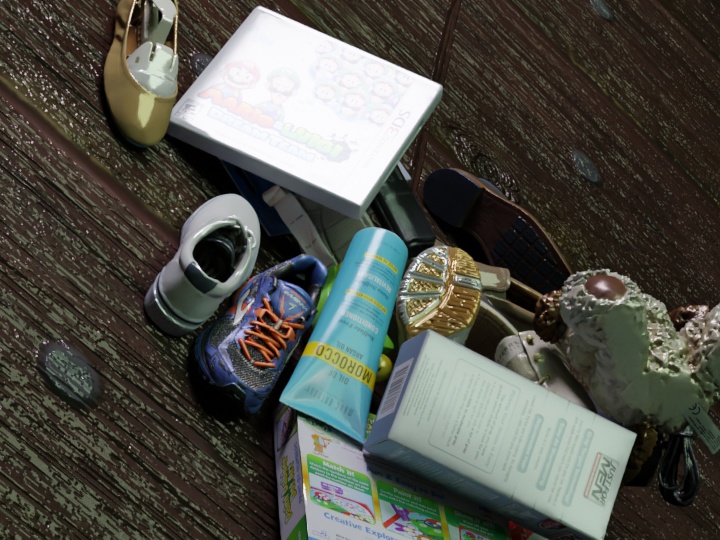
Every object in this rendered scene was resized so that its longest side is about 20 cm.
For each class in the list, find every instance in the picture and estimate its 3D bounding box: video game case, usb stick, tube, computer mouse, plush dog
[{"bbox_3d":[-0.050,-0.148,1.672,0.199,0.024,0.182,24,51,11],"label":"video game case"},{"bbox_3d":[0.010,-0.101,1.720,0.055,0.033,0.201,-7,65,-50],"label":"usb stick"},{"bbox_3d":[-0.008,0.051,1.521,0.077,0.050,0.200,25,49,-7],"label":"tube"},{"bbox_3d":[0.239,0.153,1.730,0.053,0.200,0.139,16,74,-34],"label":"computer mouse"},{"bbox_3d":[0.244,0.074,1.621,0.199,0.161,0.172,11,16,-12],"label":"plush dog"}]

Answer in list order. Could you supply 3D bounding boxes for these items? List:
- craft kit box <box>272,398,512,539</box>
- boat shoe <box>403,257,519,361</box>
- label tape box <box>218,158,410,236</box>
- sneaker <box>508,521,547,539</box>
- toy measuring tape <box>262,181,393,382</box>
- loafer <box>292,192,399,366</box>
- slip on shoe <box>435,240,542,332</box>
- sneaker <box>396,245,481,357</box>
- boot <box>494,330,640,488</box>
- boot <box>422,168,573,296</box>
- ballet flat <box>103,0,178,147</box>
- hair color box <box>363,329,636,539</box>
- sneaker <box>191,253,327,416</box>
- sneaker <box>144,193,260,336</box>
[{"bbox_3d":[0.029,0.196,1.448,0.199,0.049,0.198,23,32,-20],"label":"craft kit box"},{"bbox_3d":[0.088,0.029,1.772,0.200,0.072,0.065,34,36,-17],"label":"boat shoe"},{"bbox_3d":[-0.054,-0.117,1.742,0.144,0.066,0.200,56,27,10],"label":"label tape box"},{"bbox_3d":[0.119,0.195,1.626,0.108,0.067,0.202,28,32,-34],"label":"sneaker"},{"bbox_3d":[-0.035,0.014,1.605,0.200,0.073,0.074,57,29,4],"label":"toy measuring tape"},{"bbox_3d":[0.000,0.000,1.682,0.200,0.072,0.063,58,9,-12],"label":"loafer"},{"bbox_3d":[0.125,0.017,1.848,0.200,0.061,0.076,39,30,-21],"label":"slip on shoe"},{"bbox_3d":[0.059,0.073,1.629,0.075,0.088,0.201,13,58,-2],"label":"sneaker"},{"bbox_3d":[0.159,0.124,1.635,0.200,0.072,0.155,19,35,-55],"label":"boot"},{"bbox_3d":[0.163,-0.041,1.940,0.200,0.075,0.097,44,21,15],"label":"boot"},{"bbox_3d":[-0.191,-0.196,1.636,0.068,0.063,0.200,23,38,-28],"label":"ballet flat"},{"bbox_3d":[0.113,0.138,1.474,0.199,0.061,0.099,27,68,-12],"label":"hair color box"},{"bbox_3d":[-0.079,0.044,1.501,0.075,0.078,0.200,40,30,-13],"label":"sneaker"},{"bbox_3d":[-0.114,-0.015,1.527,0.073,0.071,0.200,44,29,-13],"label":"sneaker"}]
